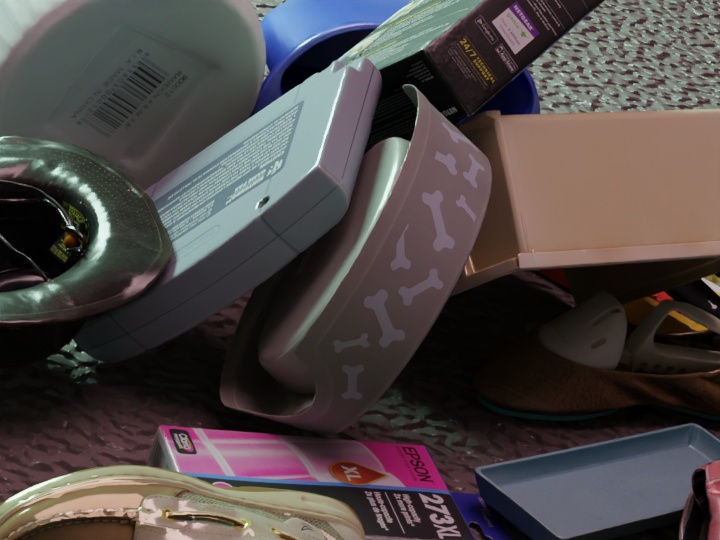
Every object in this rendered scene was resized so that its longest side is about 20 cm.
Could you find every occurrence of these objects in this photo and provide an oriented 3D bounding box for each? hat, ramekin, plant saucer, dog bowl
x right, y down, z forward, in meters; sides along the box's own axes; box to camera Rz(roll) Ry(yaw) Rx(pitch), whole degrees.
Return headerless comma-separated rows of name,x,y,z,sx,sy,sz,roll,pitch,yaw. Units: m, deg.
hat,-0.204,0.005,1.540,0.200,0.081,0.201,8,34,-5
ramekin,-0.155,-0.132,1.723,0.200,0.201,0.098,0,38,-31
plant saucer,0.149,0.121,1.588,0.200,0.019,0.070,-8,36,-46
dog bowl,0.000,0.000,1.528,0.059,0.200,0.200,31,24,-12

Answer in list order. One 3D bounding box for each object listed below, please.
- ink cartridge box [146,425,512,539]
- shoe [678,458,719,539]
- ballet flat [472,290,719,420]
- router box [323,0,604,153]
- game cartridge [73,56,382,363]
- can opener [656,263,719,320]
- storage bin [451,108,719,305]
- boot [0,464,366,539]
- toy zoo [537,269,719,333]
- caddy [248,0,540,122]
ink cartridge box,-0.006,0.126,1.483,0.200,0.037,0.095,8,27,-22
shoe,0.228,0.107,1.566,0.091,0.072,0.200,13,50,-4
ballet flat,0.163,0.049,1.686,0.200,0.072,0.068,5,30,-23
router box,0.047,-0.127,1.649,0.149,0.200,0.051,-41,101,-28
game cartridge,-0.075,-0.028,1.566,0.041,0.200,0.133,46,34,-19
can opener,0.181,-0.029,1.792,0.078,0.064,0.200,2,20,-28
storage bin,0.102,-0.027,1.680,0.200,0.094,0.198,-5,-11,-36
boot,-0.071,0.165,1.326,0.200,0.072,0.155,5,31,-23
toy zoo,0.194,0.002,1.857,0.200,0.021,0.131,30,29,26
caddy,0.016,-0.097,1.811,0.200,0.142,0.105,4,24,-24
